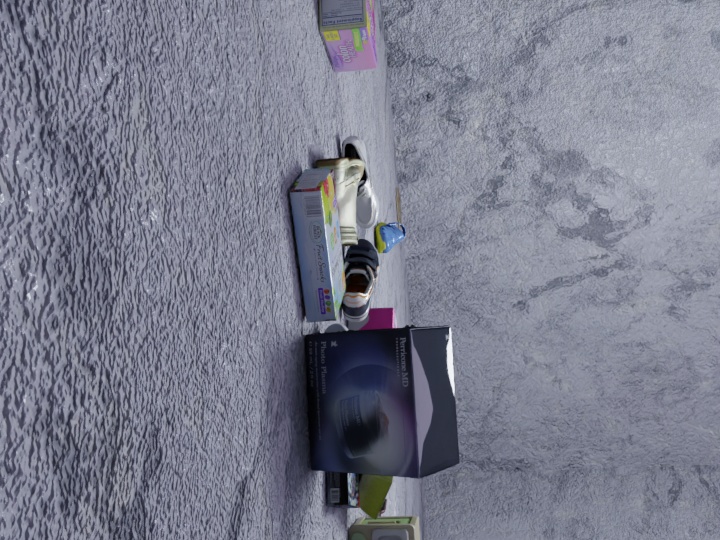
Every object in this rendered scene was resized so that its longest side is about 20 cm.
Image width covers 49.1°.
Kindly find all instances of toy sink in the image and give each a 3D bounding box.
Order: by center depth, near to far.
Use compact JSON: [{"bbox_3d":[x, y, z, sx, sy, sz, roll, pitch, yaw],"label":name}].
[{"bbox_3d":[0.047,0.537,1.509,0.200,0.127,0.115,40,47,-79],"label":"toy sink"}]

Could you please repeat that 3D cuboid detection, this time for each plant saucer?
[{"bbox_3d":[0.013,0.331,1.462,0.202,0.047,0.203,103,-15,-53],"label":"plant saucer"}]

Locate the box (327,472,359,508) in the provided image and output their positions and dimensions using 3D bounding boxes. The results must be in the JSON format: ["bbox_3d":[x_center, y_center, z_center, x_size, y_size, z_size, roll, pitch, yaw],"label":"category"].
[{"bbox_3d":[-0.029,0.301,1.356,0.137,0.039,0.205,68,19,-72],"label":"box"}]

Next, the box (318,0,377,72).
[{"bbox_3d":[-0.025,-0.537,1.594,0.176,0.094,0.205,58,30,-76],"label":"box"}]

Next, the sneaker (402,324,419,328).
[{"bbox_3d":[0.116,0.203,1.686,0.202,0.065,0.092,82,8,-47],"label":"sneaker"}]

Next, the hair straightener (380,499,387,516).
[{"bbox_3d":[0.031,0.524,1.792,0.200,0.040,0.079,-26,112,-78],"label":"hair straightener"}]

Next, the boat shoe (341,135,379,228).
[{"bbox_3d":[-0.004,-0.185,1.696,0.066,0.070,0.205,-58,144,-70],"label":"boat shoe"}]

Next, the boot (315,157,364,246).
[{"bbox_3d":[-0.032,-0.123,1.427,0.200,0.070,0.159,-29,115,-77],"label":"boot"}]

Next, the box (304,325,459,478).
[{"bbox_3d":[0.029,0.187,1.154,0.122,0.195,0.205,2,83,-54],"label":"box"}]

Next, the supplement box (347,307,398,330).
[{"bbox_3d":[0.034,0.169,1.694,0.201,0.099,0.105,74,16,-58],"label":"supplement box"}]

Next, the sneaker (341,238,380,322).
[{"bbox_3d":[0.000,0.000,1.596,0.080,0.076,0.203,87,6,-50],"label":"sneaker"}]

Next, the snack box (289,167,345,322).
[{"bbox_3d":[-0.062,-0.042,1.209,0.143,0.052,0.205,-71,157,-70],"label":"snack box"}]

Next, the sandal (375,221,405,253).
[{"bbox_3d":[0.090,-0.105,2.370,0.201,0.085,0.081,-70,157,-69],"label":"sandal"}]

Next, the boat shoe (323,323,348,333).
[{"bbox_3d":[-0.014,0.187,1.293,0.056,0.068,0.205,5,68,-62],"label":"boat shoe"}]

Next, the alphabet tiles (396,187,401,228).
[{"bbox_3d":[0.164,-0.270,3.384,0.200,0.006,0.171,-43,129,-81],"label":"alphabet tiles"}]
